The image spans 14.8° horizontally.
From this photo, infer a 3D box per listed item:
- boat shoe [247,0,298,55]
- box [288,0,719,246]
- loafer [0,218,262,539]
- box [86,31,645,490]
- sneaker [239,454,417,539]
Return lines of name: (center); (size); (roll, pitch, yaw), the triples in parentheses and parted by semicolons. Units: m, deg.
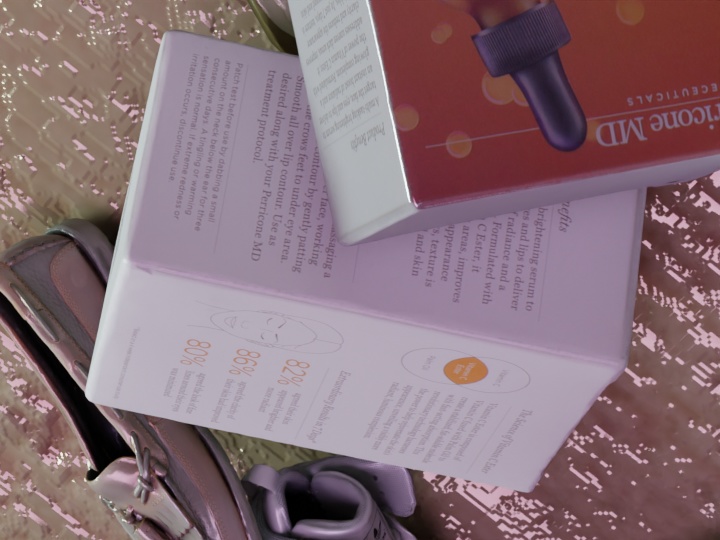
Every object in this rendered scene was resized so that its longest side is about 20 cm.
boat shoe: (-0.048, -0.188, 1.132); (0.066, 0.072, 0.201); (-25, 100, -2)
box: (0.055, -0.124, 1.025); (0.152, 0.106, 0.200); (-11, 86, -16)
loafer: (-0.113, 0.076, 1.277); (0.072, 0.063, 0.200); (-32, 84, 54)
box: (0.000, 0.000, 1.139); (0.200, 0.107, 0.152); (12, 154, -7)
sneaker: (0.020, 0.158, 1.305); (0.200, 0.075, 0.115); (25, 143, 6)
